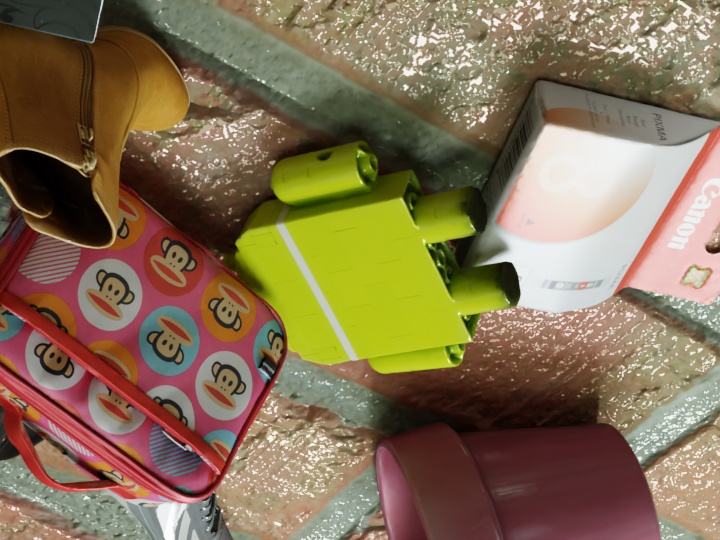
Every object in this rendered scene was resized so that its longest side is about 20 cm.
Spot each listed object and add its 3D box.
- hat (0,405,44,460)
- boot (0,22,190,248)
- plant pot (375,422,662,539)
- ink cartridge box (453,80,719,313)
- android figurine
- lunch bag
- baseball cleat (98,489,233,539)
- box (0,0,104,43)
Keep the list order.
[{"bbox_3d":[-0.302,0.106,1.038,0.199,0.081,0.201,-1,135,-1],"label":"hat"},{"bbox_3d":[-0.149,-0.073,0.786,0.070,0.145,0.201,-25,153,17],"label":"boot"},{"bbox_3d":[0.123,0.202,1.091,0.178,0.201,0.201,-14,137,-10],"label":"plant pot"},{"bbox_3d":[0.179,-0.031,0.943,0.199,0.050,0.163,13,134,-11],"label":"ink cartridge box"},{"bbox_3d":[0.000,0.000,0.947,0.199,0.041,0.183,-11,125,29],"label":"android figurine"},{"bbox_3d":[-0.158,0.055,0.905,0.200,0.177,0.082,41,151,-23],"label":"lunch bag"},{"bbox_3d":[-0.133,0.180,1.130,0.106,0.070,0.200,-22,133,19],"label":"baseball cleat"},{"bbox_3d":[-0.173,-0.234,0.667,0.148,0.125,0.201,10,133,-12],"label":"box"}]
